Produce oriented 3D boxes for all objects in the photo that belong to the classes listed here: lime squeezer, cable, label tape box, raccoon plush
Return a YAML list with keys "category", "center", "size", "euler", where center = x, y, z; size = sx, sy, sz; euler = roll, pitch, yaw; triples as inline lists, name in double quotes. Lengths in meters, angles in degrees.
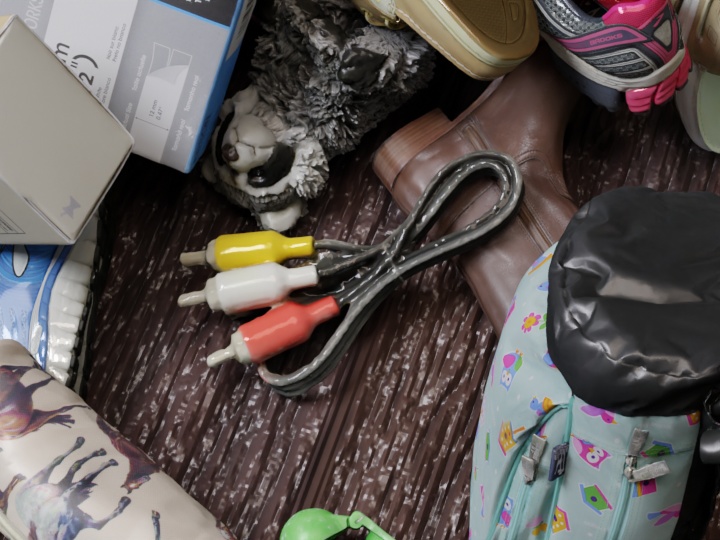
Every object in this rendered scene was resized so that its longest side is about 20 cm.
- category: "lime squeezer"
  center: [0.000, 0.158, 0.951]
  size: [0.199, 0.038, 0.071]
  euler: [1, 62, -2]
- category: "cable"
  center: [0.000, 0.000, 1.003]
  size: [0.199, 0.050, 0.097]
  euler: [-23, 66, 11]
- category: "label tape box"
  center: [-0.158, -0.157, 0.983]
  size: [0.199, 0.144, 0.066]
  euler: [20, 32, -2]
- category: "raccoon plush"
  center: [-0.001, -0.091, 1.078]
  size: [0.199, 0.134, 0.097]
  euler: [-3, 39, -39]

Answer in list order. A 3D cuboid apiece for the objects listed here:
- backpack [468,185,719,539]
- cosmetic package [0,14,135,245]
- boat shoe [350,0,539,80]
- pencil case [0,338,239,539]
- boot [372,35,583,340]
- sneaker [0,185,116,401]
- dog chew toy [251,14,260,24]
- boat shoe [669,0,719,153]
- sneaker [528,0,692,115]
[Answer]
- category: "backpack"
  center: [0.123, 0.073, 0.911]
  size: [0.126, 0.201, 0.167]
  euler: [15, 39, 6]
- category: "cosmetic package"
  center: [-0.226, -0.071, 0.975]
  size: [0.199, 0.105, 0.071]
  euler: [2, 54, 43]
- category: "boat shoe"
  center: [0.023, -0.170, 1.015]
  size: [0.074, 0.066, 0.200]
  euler: [-13, 56, -38]
- category: "pencil case"
  center: [-0.138, 0.122, 0.910]
  size: [0.200, 0.078, 0.089]
  euler: [41, 44, 10]
- category: "boot"
  center: [0.130, -0.033, 1.038]
  size: [0.186, 0.064, 0.200]
  euler: [-35, 64, -3]
- category: "sneaker"
  center: [-0.185, -0.010, 1.013]
  size: [0.089, 0.079, 0.201]
  euler: [7, 62, 0]
- category: "dog chew toy"
  center: [-0.096, -0.215, 1.105]
  size: [0.200, 0.125, 0.125]
  euler: [33, 66, 6]
- category: "boat shoe"
  center: [0.212, -0.137, 1.015]
  size: [0.074, 0.200, 0.069]
  euler: [-16, 45, -10]
- category: "sneaker"
  center: [0.104, -0.169, 1.029]
  size: [0.200, 0.075, 0.081]
  euler: [35, 72, 33]
